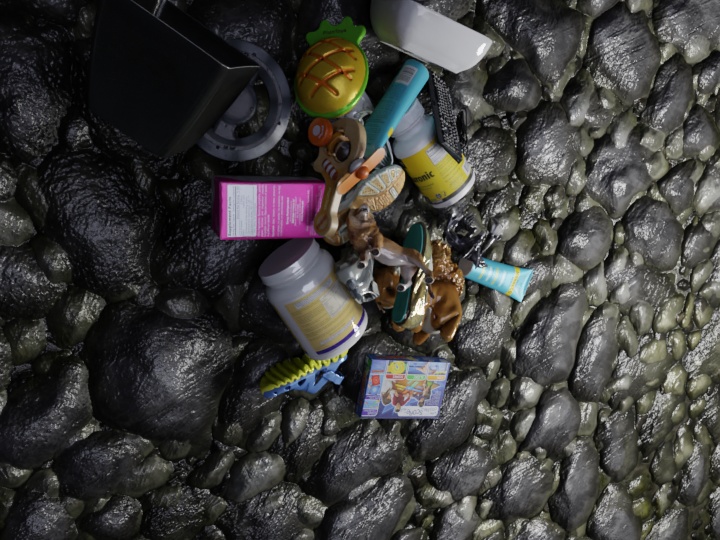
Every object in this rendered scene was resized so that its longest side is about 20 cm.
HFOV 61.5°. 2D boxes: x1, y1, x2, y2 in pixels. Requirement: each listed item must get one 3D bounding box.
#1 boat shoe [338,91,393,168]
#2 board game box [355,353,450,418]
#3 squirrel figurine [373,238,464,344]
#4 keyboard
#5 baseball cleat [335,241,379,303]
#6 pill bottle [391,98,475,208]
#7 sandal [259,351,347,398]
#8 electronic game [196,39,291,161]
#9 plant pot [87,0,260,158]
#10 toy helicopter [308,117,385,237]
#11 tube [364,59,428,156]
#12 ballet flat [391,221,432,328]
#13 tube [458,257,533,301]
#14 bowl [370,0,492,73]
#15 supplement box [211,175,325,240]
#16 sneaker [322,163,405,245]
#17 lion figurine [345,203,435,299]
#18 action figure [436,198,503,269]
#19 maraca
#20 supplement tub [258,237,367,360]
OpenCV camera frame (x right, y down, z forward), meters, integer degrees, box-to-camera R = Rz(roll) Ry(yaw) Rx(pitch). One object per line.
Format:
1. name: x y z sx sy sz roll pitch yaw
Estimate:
1. boat shoe: 0.009 -0.283 1.139 0.073 0.067 0.201 -40 115 -8
2. board game box: 0.095 0.258 1.334 0.196 0.034 0.138 7 102 -24
3. squirrel figurine: 0.117 0.032 1.250 0.185 0.141 0.203 33 76 -16
4. keyboard: 0.174 -0.297 1.149 0.039 0.204 0.103 -25 142 31
5. baseball cleat: 0.000 0.000 1.146 0.069 0.200 0.108 -22 105 21
6. pill bottle: 0.130 -0.231 1.180 0.111 0.111 0.201 -43 115 -7
7. sandal: -0.106 0.214 1.219 0.196 0.079 0.089 -20 115 -15
8. electronic game: -0.218 -0.294 1.054 0.195 0.042 0.205 -3 103 -14
9. plant pot: -0.298 -0.293 0.927 0.198 0.201 0.179 33 109 -7
10. toy helicopter: -0.033 -0.154 1.022 0.078 0.131 0.204 5 101 -51
11. tube: 0.052 -0.284 1.079 0.050 0.077 0.202 42 73 -33
12. ballet flat: 0.107 0.012 1.155 0.069 0.070 0.205 15 81 -25
13. tube: 0.307 0.012 1.358 0.197 0.050 0.079 16 105 -31
14. bowl: 0.113 -0.419 1.080 0.197 0.200 0.076 16 109 -26
15. supplement box: -0.164 -0.116 1.091 0.196 0.101 0.106 -1 105 -22
16. sneaker: -0.007 -0.140 1.155 0.199 0.088 0.076 -39 126 -2
17. lion figurine: 0.054 -0.032 1.087 0.198 0.123 0.073 35 117 -16
18. action figure: 0.213 -0.081 1.201 0.118 0.201 0.103 31 107 -18
19. maraca: -0.050 -0.354 1.053 0.134 0.107 0.204 0 71 12
20. supplement tub: -0.090 0.051 1.142 0.144 0.145 0.202 -36 115 -10
